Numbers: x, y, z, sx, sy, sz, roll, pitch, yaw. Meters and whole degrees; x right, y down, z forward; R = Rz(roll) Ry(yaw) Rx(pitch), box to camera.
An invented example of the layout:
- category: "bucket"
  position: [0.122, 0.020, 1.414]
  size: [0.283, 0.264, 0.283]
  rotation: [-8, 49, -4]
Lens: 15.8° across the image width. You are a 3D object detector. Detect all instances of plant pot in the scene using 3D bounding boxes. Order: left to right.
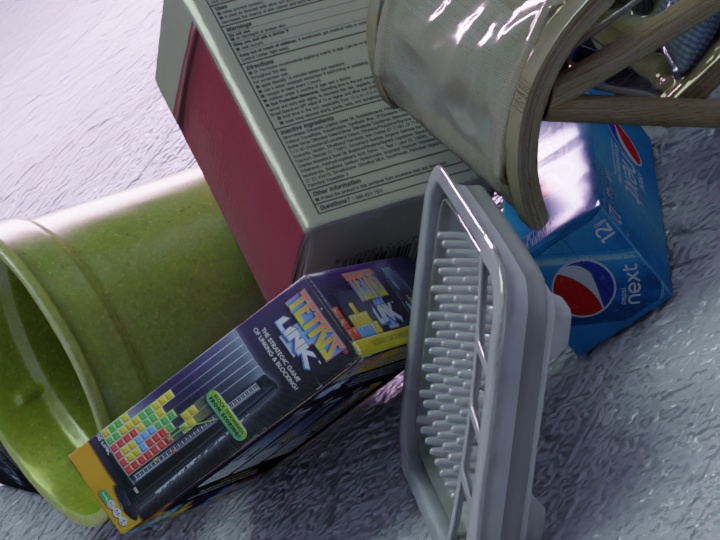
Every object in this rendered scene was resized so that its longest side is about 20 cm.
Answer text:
- category: "plant pot"
  position: [-0.131, 0.026, 1.586]
  size: [0.184, 0.201, 0.200]
  rotation: [-28, 12, -26]

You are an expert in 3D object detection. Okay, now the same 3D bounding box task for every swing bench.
- category: "swing bench"
  position: [0.124, -0.136, 1.368]
  size: [0.200, 0.130, 0.199]
  rotation: [-16, 29, -17]

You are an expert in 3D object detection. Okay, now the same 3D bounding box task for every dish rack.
- category: "dish rack"
  position: [0.060, 0.050, 1.273]
  size: [0.043, 0.172, 0.200]
  rotation: [2, 18, -10]

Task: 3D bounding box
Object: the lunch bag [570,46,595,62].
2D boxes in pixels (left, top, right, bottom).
- category: "lunch bag"
  position: [0.099, -0.178, 1.657]
  size: [0.136, 0.132, 0.200]
  rotation: [-58, 5, 39]

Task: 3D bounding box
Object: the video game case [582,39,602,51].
- category: "video game case"
  position: [0.115, -0.216, 1.570]
  size: [0.200, 0.181, 0.036]
  rotation: [-88, 23, -47]

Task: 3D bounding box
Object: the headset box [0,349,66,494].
- category: "headset box"
  position: [-0.189, 0.061, 1.752]
  size: [0.174, 0.093, 0.200]
  rotation: [-48, 21, -16]

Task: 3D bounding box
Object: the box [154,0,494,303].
- category: "box"
  position: [-0.024, -0.086, 1.527]
  size: [0.128, 0.200, 0.109]
  rotation: [-17, -29, -21]

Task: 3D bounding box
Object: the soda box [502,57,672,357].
- category: "soda box"
  position: [0.121, -0.038, 1.417]
  size: [0.064, 0.068, 0.200]
  rotation: [-34, 21, 19]

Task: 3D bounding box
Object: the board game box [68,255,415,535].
- category: "board game box"
  position: [-0.048, 0.064, 1.410]
  size: [0.165, 0.057, 0.200]
  rotation: [-38, -8, 14]
